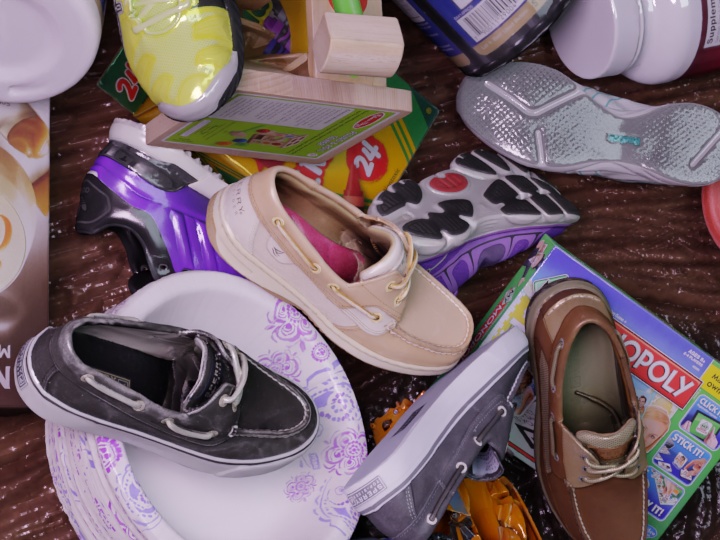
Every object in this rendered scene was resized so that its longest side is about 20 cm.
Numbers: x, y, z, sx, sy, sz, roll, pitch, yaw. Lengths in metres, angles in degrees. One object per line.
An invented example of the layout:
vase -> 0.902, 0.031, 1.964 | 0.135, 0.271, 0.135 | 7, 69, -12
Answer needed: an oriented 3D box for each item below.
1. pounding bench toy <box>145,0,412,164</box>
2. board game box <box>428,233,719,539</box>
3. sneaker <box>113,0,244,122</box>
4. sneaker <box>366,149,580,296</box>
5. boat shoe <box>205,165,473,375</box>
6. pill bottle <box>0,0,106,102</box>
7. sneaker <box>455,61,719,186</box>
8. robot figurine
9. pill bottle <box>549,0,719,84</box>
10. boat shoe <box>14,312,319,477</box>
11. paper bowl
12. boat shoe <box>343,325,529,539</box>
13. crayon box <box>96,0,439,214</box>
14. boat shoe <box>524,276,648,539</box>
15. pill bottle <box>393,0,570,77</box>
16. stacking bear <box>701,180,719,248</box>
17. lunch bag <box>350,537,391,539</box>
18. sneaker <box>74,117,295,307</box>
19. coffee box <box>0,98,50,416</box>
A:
pounding bench toy -> -0.036, -0.170, 1.420 | 0.123, 0.200, 0.157 | 5, 76, -28
board game box -> 0.164, 0.085, 1.624 | 0.199, 0.029, 0.135 | 34, 98, -20
sneaker -> -0.123, -0.176, 1.351 | 0.076, 0.075, 0.201 | 32, 37, -61
sneaker -> 0.066, -0.024, 1.597 | 0.199, 0.084, 0.081 | -15, 48, -43
boat shoe -> 0.000, 0.000, 1.459 | 0.199, 0.069, 0.074 | 29, 48, -27
pill bottle -> -0.201, -0.205, 1.416 | 0.111, 0.111, 0.201 | 26, 41, -23
sneaker -> 0.160, -0.093, 1.656 | 0.199, 0.080, 0.071 | 14, 84, -6
robot figurine -> 0.078, 0.178, 1.512 | 0.145, 0.058, 0.201 | 28, 29, -49
pill bottle -> 0.236, -0.196, 1.680 | 0.199, 0.113, 0.114 | -14, 90, -28
boat shoe -> -0.096, 0.069, 1.340 | 0.199, 0.064, 0.071 | 13, 60, -36
paper bowl -> -0.102, 0.110, 1.432 | 0.200, 0.104, 0.202 | 20, 57, -34
boat shoe -> 0.062, 0.106, 1.467 | 0.066, 0.070, 0.200 | 51, 37, -4
crayon box -> -0.059, -0.112, 1.549 | 0.200, 0.051, 0.128 | 37, 69, -19
boat shoe -> 0.154, 0.107, 1.573 | 0.075, 0.074, 0.201 | -17, 110, -6
pill bottle -> 0.046, -0.235, 1.585 | 0.200, 0.112, 0.112 | 44, 67, -17
stacking bear -> 0.356, -0.057, 1.730 | 0.199, 0.113, 0.123 | -2, 88, -39
lunch bag -> -0.034, 0.261, 1.502 | 0.199, 0.082, 0.162 | -10, 91, -27
sneaker -> -0.098, -0.004, 1.512 | 0.199, 0.069, 0.100 | 33, 77, -16
coffee box -> -0.249, -0.015, 1.420 | 0.113, 0.080, 0.202 | 2, 83, -27
